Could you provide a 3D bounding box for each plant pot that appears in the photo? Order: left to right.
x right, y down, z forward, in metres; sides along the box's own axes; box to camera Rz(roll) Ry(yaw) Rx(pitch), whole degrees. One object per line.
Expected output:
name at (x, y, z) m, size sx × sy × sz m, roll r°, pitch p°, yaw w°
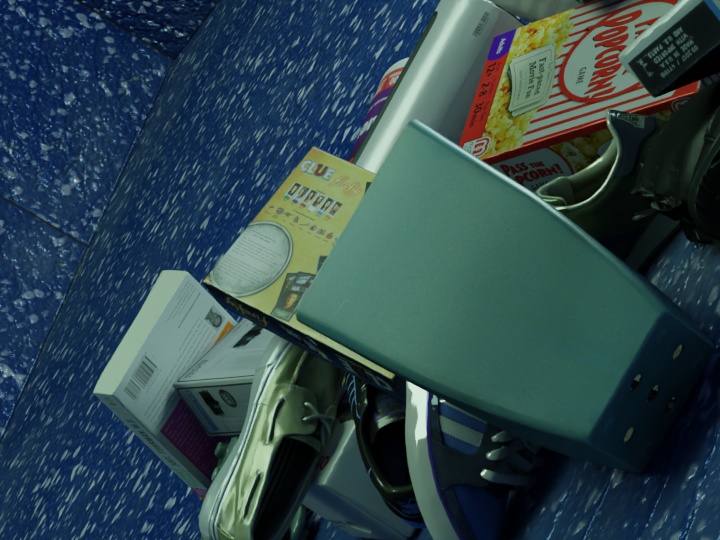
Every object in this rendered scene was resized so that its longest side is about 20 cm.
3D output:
plant pot at (0.098, 0.030, 1.472) m, size 0.200 × 0.141 × 0.141 m, roll 31°, pitch 90°, yaw 33°

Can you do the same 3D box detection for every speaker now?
speaker at (0.052, -0.107, 1.854) m, size 0.200 × 0.081 × 0.081 m, roll -61°, pitch 13°, yaw -7°

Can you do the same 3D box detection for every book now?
book at (-0.138, 0.113, 2.165) m, size 0.048 × 0.200 × 0.134 m, roll 4°, pitch 55°, yaw 42°

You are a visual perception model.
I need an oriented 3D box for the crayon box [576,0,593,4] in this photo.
crayon box at (0.225, -0.284, 1.762) m, size 0.051 × 0.200 × 0.127 m, roll 42°, pitch 146°, yaw 41°

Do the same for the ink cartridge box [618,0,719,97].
ink cartridge box at (0.280, -0.195, 1.529) m, size 0.198 × 0.043 × 0.200 m, roll -41°, pitch -8°, yaw 36°

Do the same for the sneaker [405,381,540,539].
sneaker at (0.109, 0.085, 1.588) m, size 0.146 × 0.081 × 0.200 m, roll -14°, pitch 73°, yaw 28°

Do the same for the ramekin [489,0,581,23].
ramekin at (0.149, -0.250, 1.943) m, size 0.200 × 0.200 × 0.098 m, roll -110°, pitch 44°, yaw -74°

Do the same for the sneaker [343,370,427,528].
sneaker at (0.024, 0.081, 1.732) m, size 0.078 × 0.070 × 0.200 m, roll 60°, pitch -167°, yaw -68°

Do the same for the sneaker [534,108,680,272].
sneaker at (0.149, -0.025, 1.653) m, size 0.200 × 0.090 × 0.067 m, roll -54°, pitch 15°, yaw 23°

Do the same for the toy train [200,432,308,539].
toy train at (-0.099, 0.216, 2.080) m, size 0.200 × 0.085 × 0.114 m, roll -95°, pitch 29°, yaw -69°

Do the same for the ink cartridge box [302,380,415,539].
ink cartridge box at (0.028, 0.096, 1.853) m, size 0.200 × 0.083 × 0.146 m, roll -62°, pitch 14°, yaw -13°

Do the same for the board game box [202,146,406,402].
board game box at (0.000, 0.000, 1.741) m, size 0.200 × 0.035 × 0.136 m, roll 27°, pitch 71°, yaw 40°

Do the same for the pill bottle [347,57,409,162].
pill bottle at (0.044, -0.083, 2.131) m, size 0.112 × 0.112 × 0.200 m, roll -42°, pitch 21°, yaw 52°

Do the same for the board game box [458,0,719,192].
board game box at (0.173, -0.132, 1.729) m, size 0.200 × 0.046 × 0.152 m, roll -17°, pitch 37°, yaw 32°

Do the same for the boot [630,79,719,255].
boot at (0.247, -0.100, 1.513) m, size 0.198 × 0.073 × 0.162 m, roll -57°, pitch 7°, yaw 3°

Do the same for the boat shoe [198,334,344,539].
boat shoe at (-0.049, 0.120, 1.792) m, size 0.062 × 0.072 × 0.200 m, roll 7°, pitch 69°, yaw 48°

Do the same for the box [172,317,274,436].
box at (-0.056, 0.081, 2.070) m, size 0.117 × 0.060 × 0.200 m, roll -44°, pitch 20°, yaw -32°
